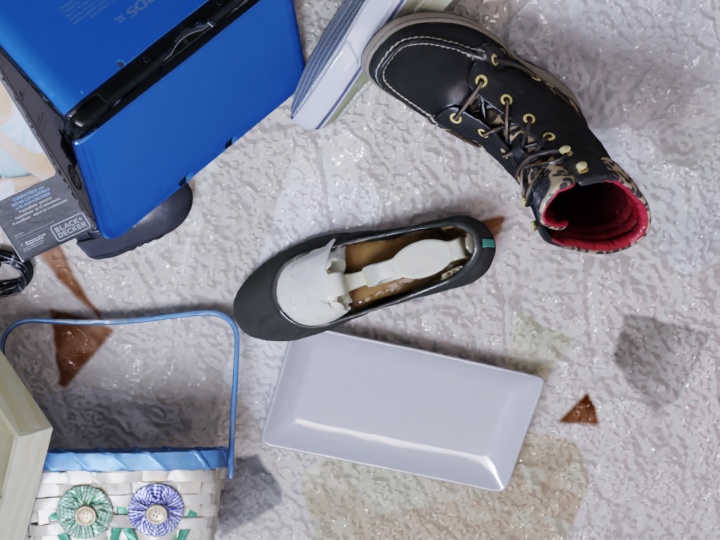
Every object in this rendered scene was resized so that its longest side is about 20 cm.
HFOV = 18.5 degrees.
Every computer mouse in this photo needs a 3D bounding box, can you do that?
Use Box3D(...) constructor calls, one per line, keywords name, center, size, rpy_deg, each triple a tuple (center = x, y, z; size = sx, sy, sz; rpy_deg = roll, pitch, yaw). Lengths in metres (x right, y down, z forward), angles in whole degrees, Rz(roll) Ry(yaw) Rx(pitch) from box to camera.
Box3D(name="computer mouse", center=(-0.214, -0.021, 1.589), size=(0.199, 0.034, 0.059), rpy_deg=(-23, 117, 7))

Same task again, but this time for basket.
Box3D(name="basket", center=(-0.172, 0.131, 1.622), size=(0.175, 0.139, 0.201), rpy_deg=(-4, 83, -4))

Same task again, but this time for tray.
Box3D(name="tray", center=(0.031, 0.102, 1.679), size=(0.199, 0.022, 0.108), rpy_deg=(12, 114, -11))

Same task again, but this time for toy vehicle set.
Box3D(name="toy vehicle set", center=(-0.278, 0.138, 1.586), size=(0.026, 0.124, 0.200), rpy_deg=(-16, 143, -34))

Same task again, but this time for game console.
Box3D(name="game console", center=(-0.146, -0.154, 1.481), size=(0.200, 0.118, 0.171), rpy_deg=(-41, 87, -25))

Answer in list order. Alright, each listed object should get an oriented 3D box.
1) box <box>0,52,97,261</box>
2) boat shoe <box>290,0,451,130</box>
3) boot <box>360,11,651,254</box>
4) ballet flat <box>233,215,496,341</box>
Box3D(name="box", center=(-0.247, -0.121, 1.492), size=(0.060, 0.117, 0.200), rpy_deg=(-23, 118, 10))
Box3D(name="boat shoe", center=(0.024, -0.173, 1.514), size=(0.062, 0.072, 0.200), rpy_deg=(30, 107, -16))
Box3D(name="boot", center=(0.103, -0.091, 1.489), size=(0.200, 0.151, 0.073), rpy_deg=(24, 115, -40))
Box3D(name="ballet flat", center=(0.000, 0.000, 1.598), size=(0.199, 0.068, 0.068), rpy_deg=(-18, 88, 2))
